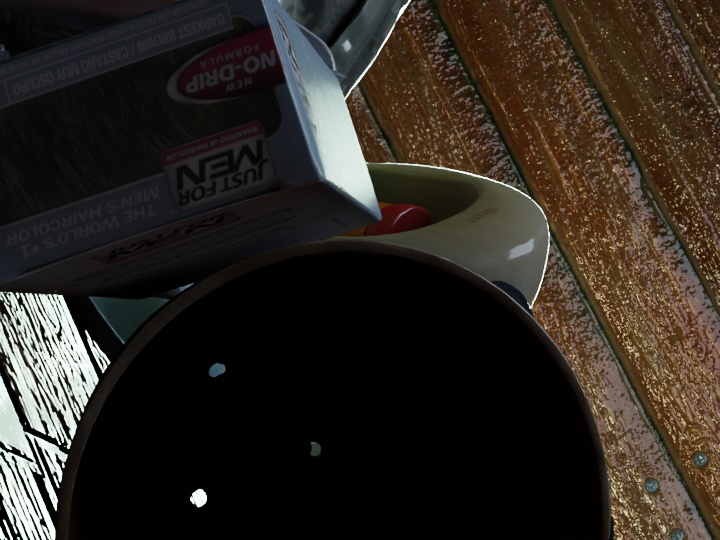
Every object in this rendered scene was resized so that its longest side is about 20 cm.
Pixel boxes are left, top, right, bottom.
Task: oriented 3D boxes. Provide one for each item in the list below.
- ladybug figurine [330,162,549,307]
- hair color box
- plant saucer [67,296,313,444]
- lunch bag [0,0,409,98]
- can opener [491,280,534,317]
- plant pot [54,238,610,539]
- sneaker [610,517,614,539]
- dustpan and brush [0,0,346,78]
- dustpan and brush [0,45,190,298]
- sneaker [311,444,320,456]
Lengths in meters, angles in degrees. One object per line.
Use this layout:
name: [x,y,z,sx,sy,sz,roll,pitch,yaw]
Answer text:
ladybug figurine: [0.000,0.000,0.858,0.199,0.135,0.073,12,-61,43]
hair color box: [-0.055,-0.034,0.588,0.200,0.098,0.061,13,59,-85]
plant saucer: [-0.092,0.011,0.904,0.201,0.039,0.202,43,23,-23]
lunch bag: [-0.061,-0.129,0.808,0.167,0.201,0.140,24,-22,30]
can opener: [0.069,0.099,0.726,0.078,0.063,0.201,13,48,-45]
plant pot: [-0.028,0.077,0.694,0.188,0.186,0.200,62,-10,-10]
sneaker: [0.073,0.149,0.966,0.200,0.083,0.078,144,-39,-72]
dustpan and brush: [-0.112,-0.121,0.679,0.139,0.198,0.058,3,99,-70]
dustpan and brush: [-0.127,-0.040,0.715,0.201,0.057,0.140,61,4,-41]
sneaker: [-0.014,0.056,1.053,0.200,0.112,0.073,38,-17,36]
